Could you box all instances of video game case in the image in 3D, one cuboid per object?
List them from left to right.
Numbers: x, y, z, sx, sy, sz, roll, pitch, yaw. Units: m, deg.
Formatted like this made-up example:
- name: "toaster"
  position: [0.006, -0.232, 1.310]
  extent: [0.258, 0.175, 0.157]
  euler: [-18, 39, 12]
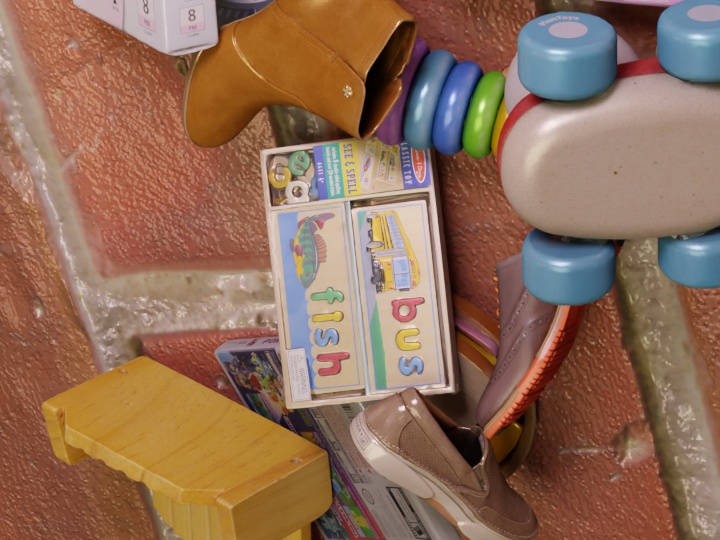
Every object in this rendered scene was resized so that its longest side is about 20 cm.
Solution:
- name: "video game case"
  position: [-0.020, 0.140, 1.725]
  extent: [0.182, 0.023, 0.200]
  euler: [-6, 118, 57]

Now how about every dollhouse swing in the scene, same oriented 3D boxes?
- name: "dollhouse swing"
  position: [-0.146, 0.197, 1.761]
  extent: [0.200, 0.182, 0.176]
  euler: [25, 119, 27]

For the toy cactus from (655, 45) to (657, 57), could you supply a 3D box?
- name: "toy cactus"
  position: [0.279, -0.124, 1.443]
  extent: [0.165, 0.102, 0.200]
  euler: [34, 132, 28]

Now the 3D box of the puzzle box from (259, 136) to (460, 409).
- name: "puzzle box"
  position: [0.000, 0.000, 1.604]
  extent: [0.133, 0.025, 0.200]
  euler: [-7, 88, 11]

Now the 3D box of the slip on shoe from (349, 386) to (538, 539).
- name: "slip on shoe"
  position: [0.077, 0.148, 1.606]
  extent: [0.061, 0.076, 0.200]
  euler: [-43, 125, 15]

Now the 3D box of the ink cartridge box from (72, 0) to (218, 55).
- name: "ink cartridge box"
  position: [-0.161, -0.270, 1.526]
  extent: [0.162, 0.057, 0.200]
  euler: [32, 134, 53]

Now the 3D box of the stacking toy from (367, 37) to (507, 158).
- name: "stacking toy"
  position: [0.095, -0.108, 1.538]
  extent: [0.200, 0.085, 0.086]
  euler: [18, 124, 12]

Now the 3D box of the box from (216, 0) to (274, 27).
- name: "box"
  position: [-0.056, -0.245, 1.553]
  extent: [0.160, 0.044, 0.200]
  euler: [28, 126, 9]

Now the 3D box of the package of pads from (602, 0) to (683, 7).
- name: "package of pads"
  position: [0.140, -0.244, 1.436]
  extent: [0.200, 0.076, 0.121]
  euler: [8, 119, 22]

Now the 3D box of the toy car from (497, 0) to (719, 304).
- name: "toy car"
  position: [0.168, -0.110, 1.428]
  extent: [0.177, 0.200, 0.185]
  euler: [-7, 121, -4]

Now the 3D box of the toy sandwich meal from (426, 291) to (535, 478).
- name: "toy sandwich meal"
  position: [0.049, 0.105, 1.685]
  extent: [0.205, 0.070, 0.206]
  euler: [12, 122, 20]

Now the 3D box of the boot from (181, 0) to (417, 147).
- name: "boot"
  position: [-0.044, -0.132, 1.513]
  extent: [0.144, 0.071, 0.201]
  euler: [47, 125, 29]

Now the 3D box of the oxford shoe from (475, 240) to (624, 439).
- name: "oxford shoe"
  position: [0.127, 0.029, 1.583]
  extent: [0.072, 0.071, 0.200]
  euler: [29, 99, 13]
